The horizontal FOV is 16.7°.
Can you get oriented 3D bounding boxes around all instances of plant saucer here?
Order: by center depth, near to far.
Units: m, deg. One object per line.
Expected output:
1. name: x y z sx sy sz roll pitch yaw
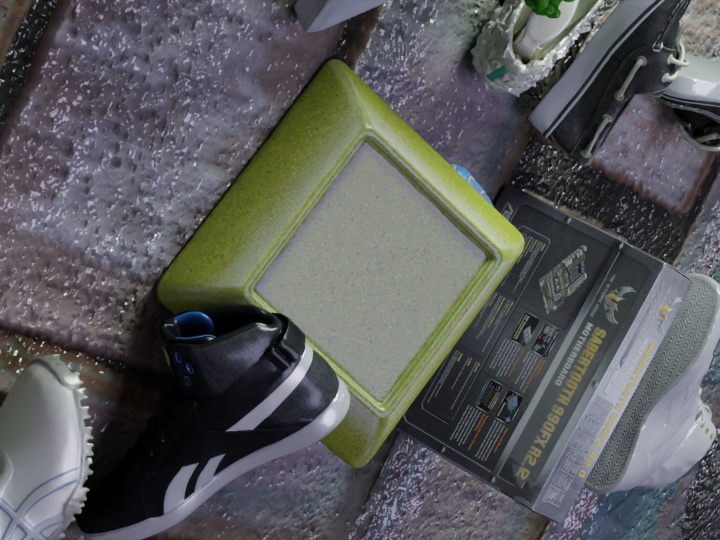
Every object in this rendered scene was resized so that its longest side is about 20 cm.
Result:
1. plant saucer: 0.000 0.000 1.606 0.200 0.048 0.200 42 78 -24

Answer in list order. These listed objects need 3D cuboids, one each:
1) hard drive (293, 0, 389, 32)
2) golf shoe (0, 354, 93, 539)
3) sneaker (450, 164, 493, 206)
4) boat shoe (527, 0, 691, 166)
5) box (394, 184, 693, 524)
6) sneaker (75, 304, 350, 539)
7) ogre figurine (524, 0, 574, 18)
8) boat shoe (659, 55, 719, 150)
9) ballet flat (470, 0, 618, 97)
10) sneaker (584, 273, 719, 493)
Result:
1. hard drive: 0.032 -0.190 1.470 0.131 0.200 0.027 -24 90 -7
2. golf shoe: -0.228 0.145 1.485 0.097 0.078 0.201 9 105 -45
3. sneaker: 0.014 -0.001 1.688 0.200 0.076 0.077 -35 109 -28
4. boat shoe: 0.198 -0.155 1.728 0.200 0.064 0.071 -52 174 38
5. box: 0.124 0.058 1.765 0.048 0.158 0.201 29 89 -53
6. sneaker: -0.117 0.087 1.560 0.199 0.073 0.112 -30 116 10
7. ogre figurine: 0.145 -0.232 1.562 0.098 0.119 0.201 -88 164 -47
8. boat shoe: 0.282 -0.123 1.896 0.199 0.071 0.064 4 110 -52
9. ballet flat: 0.154 -0.203 1.698 0.200 0.072 0.072 -54 142 -10
10. sneaker: 0.259 0.092 2.019 0.115 0.074 0.201 6 118 -52
